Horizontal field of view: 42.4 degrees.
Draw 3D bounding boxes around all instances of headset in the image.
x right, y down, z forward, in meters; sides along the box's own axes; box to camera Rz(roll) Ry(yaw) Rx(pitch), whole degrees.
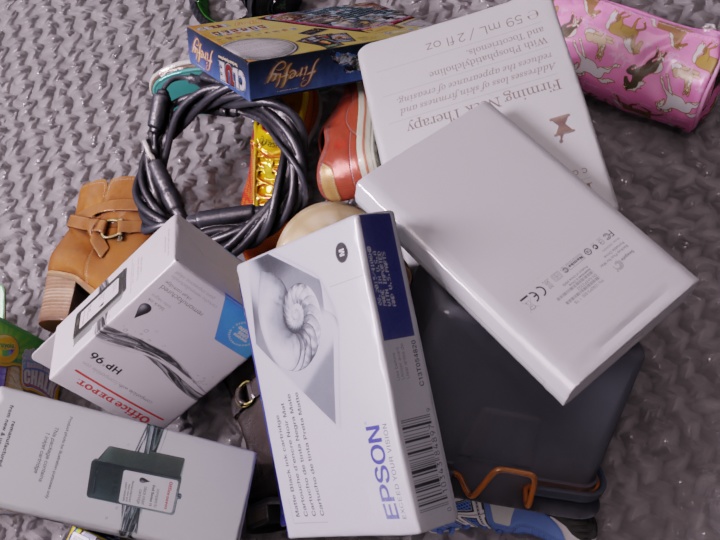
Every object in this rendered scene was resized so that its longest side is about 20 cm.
[{"bbox_3d":[-0.088,-0.315,0.986,0.198,0.094,0.125,-17,69,24],"label":"headset"}]

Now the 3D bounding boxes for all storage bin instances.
[{"bbox_3d":[0.102,0.081,0.669,0.197,0.136,0.146,12,28,-12],"label":"storage bin"}]

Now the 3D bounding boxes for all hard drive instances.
[{"bbox_3d":[0.109,-0.021,0.626,0.131,0.026,0.200,-33,64,-25],"label":"hard drive"}]

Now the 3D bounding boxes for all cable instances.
[{"bbox_3d":[-0.129,-0.090,0.826,0.198,0.051,0.165,24,89,30],"label":"cable"}]

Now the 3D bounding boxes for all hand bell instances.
[{"bbox_3d":[0.000,0.000,0.702,0.102,0.200,0.106,-1,94,-14],"label":"hand bell"}]

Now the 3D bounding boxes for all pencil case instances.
[{"bbox_3d":[0.229,-0.199,0.838,0.198,0.083,0.087,26,78,23],"label":"pencil case"}]

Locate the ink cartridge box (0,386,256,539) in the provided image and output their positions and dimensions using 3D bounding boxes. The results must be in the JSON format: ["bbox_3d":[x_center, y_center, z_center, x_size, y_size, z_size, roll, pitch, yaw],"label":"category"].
[{"bbox_3d":[-0.193,0.163,0.731,0.197,0.146,0.084,18,71,-14],"label":"ink cartridge box"}]

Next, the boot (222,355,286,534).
[{"bbox_3d":[-0.051,0.111,0.767,0.199,0.069,0.176,-30,62,36],"label":"boot"}]

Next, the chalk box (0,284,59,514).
[{"bbox_3d":[-0.360,0.113,0.849,0.122,0.124,0.203,-4,67,14],"label":"chalk box"}]

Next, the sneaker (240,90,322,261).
[{"bbox_3d":[-0.085,-0.095,0.877,0.072,0.077,0.203,4,84,15],"label":"sneaker"}]

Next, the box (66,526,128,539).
[{"bbox_3d":[-0.238,0.320,0.763,0.063,0.070,0.202,16,74,21],"label":"box"}]

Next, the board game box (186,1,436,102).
[{"bbox_3d":[-0.039,-0.202,0.838,0.198,0.035,0.135,-16,32,-27],"label":"board game box"}]

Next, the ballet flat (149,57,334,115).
[{"bbox_3d":[-0.114,-0.203,0.947,0.197,0.070,0.070,-6,68,8],"label":"ballet flat"}]

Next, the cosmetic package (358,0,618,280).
[{"bbox_3d":[0.109,-0.084,0.778,0.165,0.167,0.203,-15,67,8],"label":"cosmetic package"}]

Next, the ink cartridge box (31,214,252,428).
[{"bbox_3d":[-0.179,0.063,0.787,0.199,0.116,0.068,-40,34,19],"label":"ink cartridge box"}]

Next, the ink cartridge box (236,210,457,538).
[{"bbox_3d":[-0.032,0.081,0.642,0.199,0.040,0.203,-22,78,50],"label":"ink cartridge box"}]

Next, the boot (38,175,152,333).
[{"bbox_3d":[-0.207,-0.013,0.893,0.197,0.077,0.157,0,65,22],"label":"boot"}]

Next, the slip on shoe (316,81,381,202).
[{"bbox_3d":[-0.009,-0.123,0.836,0.060,0.075,0.201,-14,32,11],"label":"slip on shoe"}]

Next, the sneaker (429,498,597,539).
[{"bbox_3d":[0.092,0.176,0.742,0.198,0.076,0.078,22,96,23],"label":"sneaker"}]
